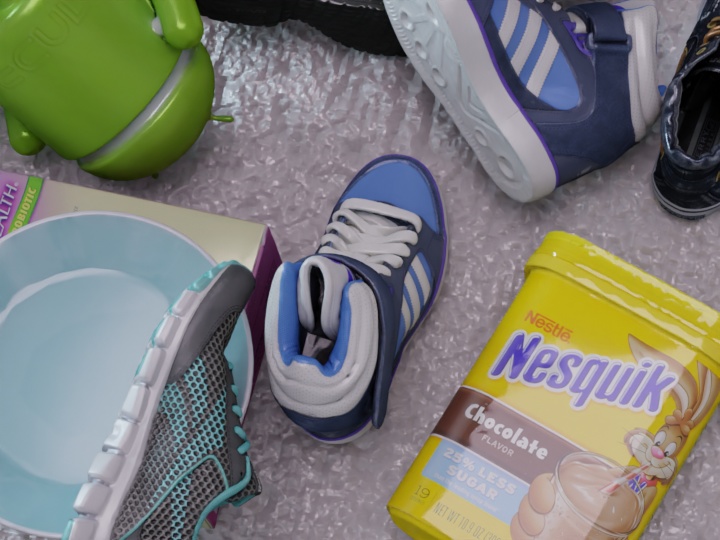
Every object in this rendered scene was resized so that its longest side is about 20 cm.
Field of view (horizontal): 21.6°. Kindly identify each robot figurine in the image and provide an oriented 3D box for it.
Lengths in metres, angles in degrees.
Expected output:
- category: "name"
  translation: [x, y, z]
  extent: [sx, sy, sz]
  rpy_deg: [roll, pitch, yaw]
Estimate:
- category: "robot figurine"
  translation: [-0.177, -0.137, 1.196]
  extent: [0.175, 0.200, 0.116]
  rpy_deg: [-31, 32, 33]

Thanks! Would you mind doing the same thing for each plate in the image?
- category: "plate"
  translation: [-0.160, 0.061, 1.102]
  extent: [0.200, 0.026, 0.200]
  rpy_deg: [-2, 69, 5]

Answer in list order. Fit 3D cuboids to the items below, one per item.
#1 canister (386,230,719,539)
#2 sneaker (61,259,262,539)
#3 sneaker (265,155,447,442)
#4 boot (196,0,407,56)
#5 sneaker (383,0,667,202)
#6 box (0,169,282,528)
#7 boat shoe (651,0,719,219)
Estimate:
- category: "canister"
  translation: [0.125, 0.098, 1.133]
  extent: [0.149, 0.087, 0.200]
  rpy_deg: [29, 77, 15]
- category: "sneaker"
  translation: [-0.092, 0.093, 1.044]
  extent: [0.091, 0.078, 0.200]
  rpy_deg: [24, 77, -4]
- category: "sneaker"
  translation: [0.000, 0.000, 1.139]
  extent: [0.081, 0.146, 0.200]
  rpy_deg: [15, 73, 11]
- category: "boot"
  translation: [-0.015, -0.222, 1.249]
  extent: [0.200, 0.068, 0.131]
  rpy_deg: [11, 72, -10]
- category: "sneaker"
  translation: [0.113, -0.156, 1.196]
  extent: [0.146, 0.081, 0.200]
  rpy_deg: [-33, 96, -20]
- category: "box"
  translation: [-0.168, 0.047, 1.173]
  extent: [0.200, 0.097, 0.176]
  rpy_deg: [12, 72, 9]
- category: "boat shoe"
  translation: [0.240, -0.134, 1.203]
  extent: [0.071, 0.091, 0.200]
  rpy_deg: [17, 72, 11]
